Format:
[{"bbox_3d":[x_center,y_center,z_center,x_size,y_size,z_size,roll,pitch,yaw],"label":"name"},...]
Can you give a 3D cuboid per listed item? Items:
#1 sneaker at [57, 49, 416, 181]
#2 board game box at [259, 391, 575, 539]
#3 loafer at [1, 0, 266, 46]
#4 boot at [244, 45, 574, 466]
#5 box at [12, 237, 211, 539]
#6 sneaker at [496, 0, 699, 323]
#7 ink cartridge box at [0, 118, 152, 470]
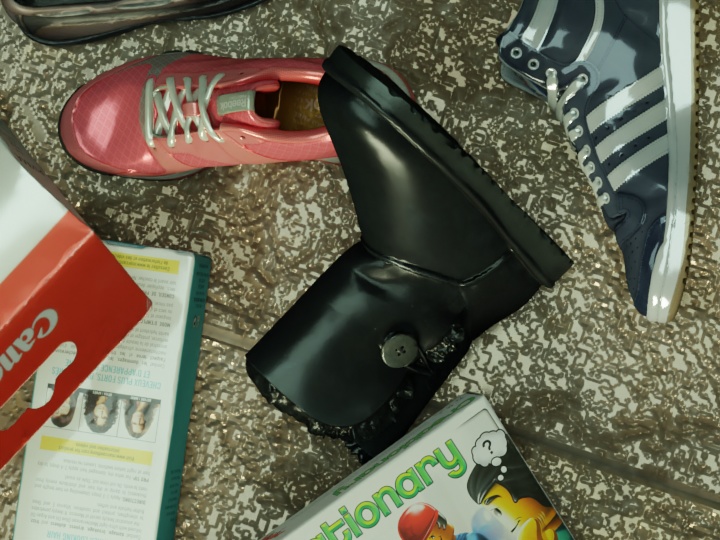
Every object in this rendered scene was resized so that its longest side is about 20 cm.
[{"bbox_3d":[-0.073,-0.092,1.287,0.200,0.087,0.074,-4,87,8],"label":"sneaker"},{"bbox_3d":[0.015,0.171,1.246,0.200,0.035,0.126,-35,99,-14],"label":"board game box"},{"bbox_3d":[-0.104,-0.172,1.306,0.200,0.063,0.072,-19,86,7],"label":"loafer"},{"bbox_3d":[0.000,0.000,1.238,0.168,0.200,0.076,-45,38,2],"label":"boot"},{"bbox_3d":[-0.138,0.084,1.309,0.082,0.049,0.200,8,89,9],"label":"box"},{"bbox_3d":[0.125,-0.072,1.265,0.108,0.070,0.200,2,82,3],"label":"sneaker"},{"bbox_3d":[-0.226,0.009,1.285,0.162,0.050,0.200,-46,53,5],"label":"ink cartridge box"}]
